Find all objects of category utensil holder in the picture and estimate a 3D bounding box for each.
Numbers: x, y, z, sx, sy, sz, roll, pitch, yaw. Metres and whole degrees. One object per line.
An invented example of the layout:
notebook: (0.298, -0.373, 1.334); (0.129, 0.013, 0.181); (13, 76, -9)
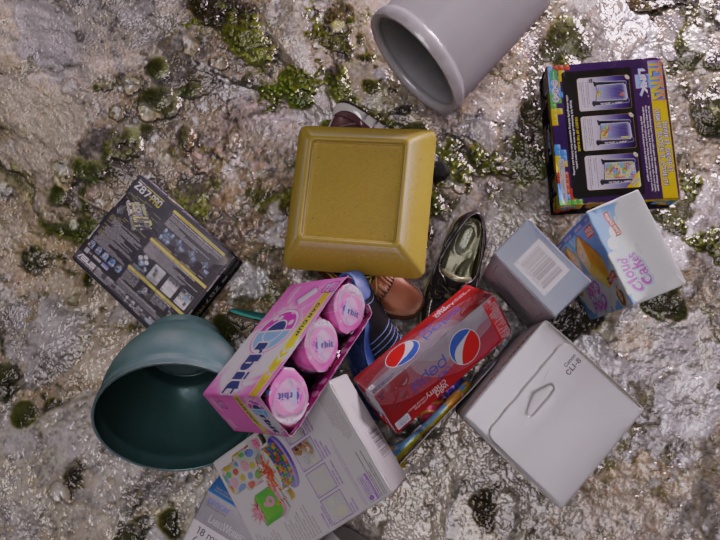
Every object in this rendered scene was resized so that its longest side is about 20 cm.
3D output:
utensil holder: (0.140, -0.350, 0.899); (0.200, 0.170, 0.170); (-44, 79, -4)

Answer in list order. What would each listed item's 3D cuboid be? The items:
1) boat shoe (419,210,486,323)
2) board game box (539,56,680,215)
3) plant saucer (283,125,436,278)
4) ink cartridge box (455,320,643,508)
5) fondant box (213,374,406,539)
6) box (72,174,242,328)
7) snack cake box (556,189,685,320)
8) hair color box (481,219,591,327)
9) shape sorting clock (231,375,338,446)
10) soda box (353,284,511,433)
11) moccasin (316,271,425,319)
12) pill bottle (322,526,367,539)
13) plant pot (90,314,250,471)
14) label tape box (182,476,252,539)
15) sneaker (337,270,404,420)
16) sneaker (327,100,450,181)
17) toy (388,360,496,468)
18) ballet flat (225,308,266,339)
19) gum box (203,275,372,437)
boat shoe: (0.126, 0.013, 0.893); (0.070, 0.066, 0.205); (17, 83, 8)
board game box: (0.341, -0.185, 0.907); (0.161, 0.057, 0.205); (-2, 80, 4)
plant saucer: (-0.006, -0.099, 0.862); (0.195, 0.048, 0.205); (4, 82, 13)
ink cartridge box: (0.214, 0.168, 0.791); (0.144, 0.200, 0.146); (41, 87, 11)
fondant box: (-0.064, 0.242, 0.789); (0.199, 0.058, 0.146); (-36, 79, 17)
box: (-0.297, -0.015, 0.954); (0.199, 0.049, 0.162); (38, 88, 11)
snack cake box: (0.311, -0.010, 0.808); (0.066, 0.200, 0.117); (-22, 79, 3)
hair color box: (0.211, 0.012, 0.816); (0.061, 0.200, 0.099); (-42, 79, -1)
shape sorting clock: (-0.077, 0.232, 0.882); (0.195, 0.039, 0.205); (0, 71, 1)
soda box: (0.092, 0.106, 0.817); (0.199, 0.070, 0.064); (-37, 110, -13)
moccasin: (0.001, -0.001, 0.902); (0.200, 0.078, 0.074); (38, 75, 11)
pill bottle: (-0.053, 0.435, 0.824); (0.111, 0.112, 0.203); (29, 85, 10)
plant pot: (-0.238, 0.146, 0.859); (0.196, 0.203, 0.135); (-16, 38, 3)
label tape box: (-0.153, 0.353, 0.872); (0.142, 0.063, 0.203); (25, 85, 9)
sneaker: (0.023, 0.092, 0.870); (0.077, 0.069, 0.205); (-20, 103, -37)
sneaker: (0.023, -0.148, 0.935); (0.198, 0.076, 0.117); (32, 93, 19)
toy: (0.089, 0.180, 0.845); (0.047, 0.115, 0.201); (40, 88, 8)
ballet flat: (-0.093, 0.094, 0.909); (0.195, 0.068, 0.077); (2, 90, 3)
gum box: (-0.080, 0.094, 0.777); (0.067, 0.112, 0.201); (54, 50, -24)
